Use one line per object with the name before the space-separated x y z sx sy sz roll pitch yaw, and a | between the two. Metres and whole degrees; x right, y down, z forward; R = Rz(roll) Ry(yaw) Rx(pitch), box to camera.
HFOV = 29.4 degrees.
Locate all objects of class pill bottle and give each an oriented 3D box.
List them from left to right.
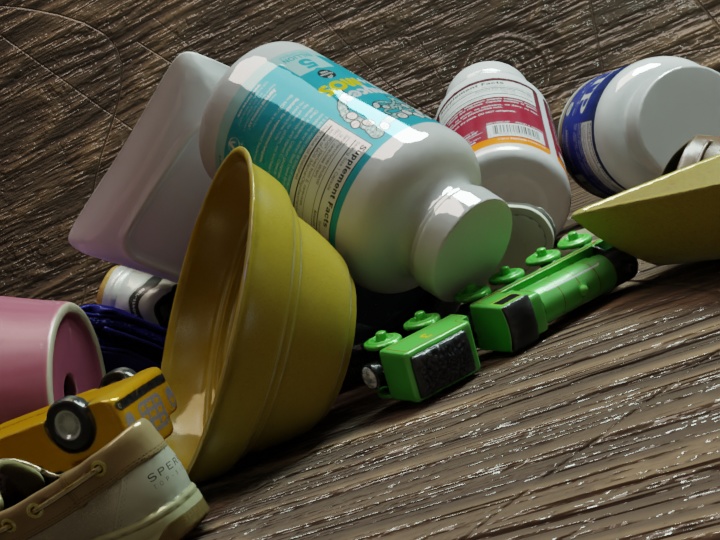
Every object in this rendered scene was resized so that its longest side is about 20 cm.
pill bottle | -0.001 -0.058 0.859 0.111 0.111 0.200 -26 47 -37
pill bottle | 0.124 -0.108 1.245 0.113 0.113 0.200 -22 31 14
pill bottle | 0.248 -0.119 1.168 0.119 0.120 0.200 -23 4 -6

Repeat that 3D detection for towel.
towel | -0.197 0.070 1.103 0.200 0.147 0.050 -16 51 59

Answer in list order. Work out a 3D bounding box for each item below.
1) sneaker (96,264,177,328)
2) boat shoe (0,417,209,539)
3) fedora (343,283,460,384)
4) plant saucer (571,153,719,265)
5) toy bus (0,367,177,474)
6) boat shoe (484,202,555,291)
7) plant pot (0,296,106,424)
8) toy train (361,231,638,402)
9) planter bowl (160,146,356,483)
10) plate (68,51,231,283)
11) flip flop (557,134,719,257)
sneaker | -0.124 0.050 1.157 0.087 0.076 0.200 12 -2 45
boat shoe | -0.171 0.126 0.691 0.199 0.067 0.074 -22 4 18
fedora | 0.000 0.000 0.957 0.200 0.201 0.092 -21 -28 18
plant saucer | 0.248 -0.051 0.769 0.199 0.049 0.200 -21 3 -17
toy bus | -0.194 0.121 0.791 0.199 0.079 0.065 -21 4 23
boat shoe | 0.066 -0.007 1.052 0.201 0.072 0.061 -23 7 33
plant pot | -0.275 0.096 0.936 0.178 0.201 0.200 -7 6 5
toy train | 0.086 0.024 0.798 0.200 0.042 0.056 -25 15 -32
planter bowl | -0.055 0.036 0.793 0.083 0.201 0.200 13 -6 -16
plate | -0.091 -0.048 1.032 0.200 0.199 0.032 -52 31 31
flip flop | 0.227 -0.060 0.955 0.199 0.058 0.081 -23 4 7
